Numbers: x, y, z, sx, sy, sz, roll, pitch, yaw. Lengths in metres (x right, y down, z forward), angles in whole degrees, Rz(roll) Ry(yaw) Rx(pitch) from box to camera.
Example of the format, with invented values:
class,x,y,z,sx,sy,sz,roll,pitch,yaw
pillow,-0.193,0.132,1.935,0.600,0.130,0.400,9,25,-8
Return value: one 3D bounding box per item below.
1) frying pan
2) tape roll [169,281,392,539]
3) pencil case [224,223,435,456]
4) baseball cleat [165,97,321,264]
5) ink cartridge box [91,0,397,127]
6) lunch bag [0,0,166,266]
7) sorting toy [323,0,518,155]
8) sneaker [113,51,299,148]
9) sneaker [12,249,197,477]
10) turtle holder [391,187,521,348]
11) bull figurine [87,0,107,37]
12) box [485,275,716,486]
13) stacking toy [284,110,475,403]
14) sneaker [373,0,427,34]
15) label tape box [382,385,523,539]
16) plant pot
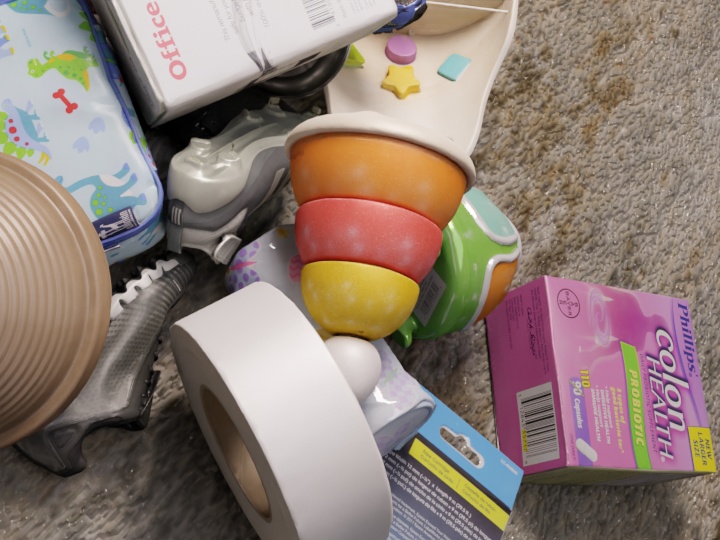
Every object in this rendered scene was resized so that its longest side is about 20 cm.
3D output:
class,x,y,z,sx,sy,sz,roll,pitch,yaw
frying pan,-0.054,-0.236,0.796,0.114,0.031,0.192,14,106,-2
tape roll,-0.059,0.114,0.681,0.070,0.202,0.204,-26,87,-21
pencil case,-0.026,0.057,0.767,0.201,0.083,0.090,52,23,20
baseball cleat,-0.095,-0.069,0.765,0.069,0.107,0.200,28,29,18
ink cartridge box,-0.094,-0.213,0.715,0.199,0.083,0.147,-27,99,-20
lunch bag,-0.238,-0.089,0.696,0.159,0.082,0.202,-20,83,-9
sorting toy,0.040,-0.182,0.897,0.197,0.107,0.182,5,65,-6
sneaker,-0.140,-0.129,0.813,0.198,0.060,0.105,-16,77,-40
sneaker,-0.178,0.070,0.713,0.091,0.066,0.200,49,57,-13
turtle holder,0.059,-0.021,0.871,0.131,0.185,0.143,-10,110,-35
bull figurine,-0.163,-0.263,0.784,0.120,0.065,0.202,16,63,-5
box,0.232,0.114,0.944,0.198,0.096,0.178,10,67,-31
stacking toy,0.000,0.000,0.703,0.145,0.146,0.202,17,76,-27
sneaker,-0.026,-0.274,0.824,0.199,0.079,0.075,37,62,13
label tape box,0.039,0.214,0.801,0.143,0.066,0.201,40,53,-15
plant pot,-0.263,0.018,0.595,0.198,0.093,0.204,0,87,0
